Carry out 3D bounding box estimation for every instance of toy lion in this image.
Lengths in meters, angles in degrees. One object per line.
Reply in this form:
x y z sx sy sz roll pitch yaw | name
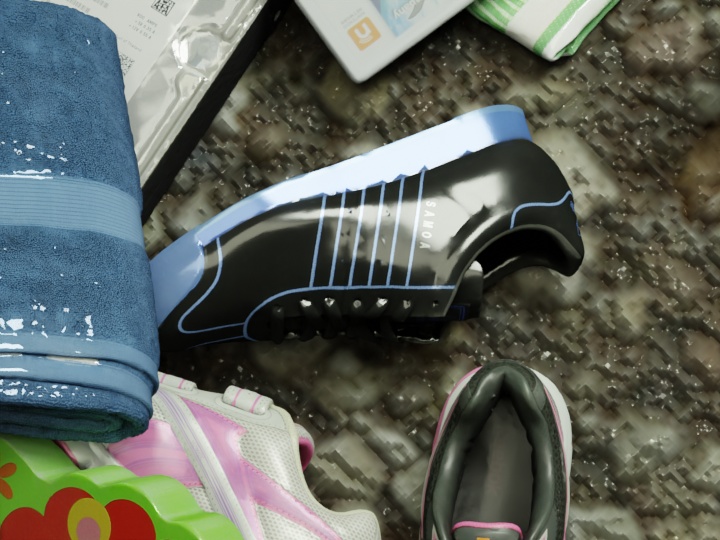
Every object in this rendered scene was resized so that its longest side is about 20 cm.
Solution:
-0.126 0.141 0.867 0.191 0.069 0.201 -39 72 26 | toy lion

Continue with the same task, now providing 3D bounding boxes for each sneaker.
0.000 0.000 0.930 0.199 0.070 0.078 -24 69 -9 | sneaker
0.048 0.130 0.889 0.080 0.086 0.201 -2 76 6 | sneaker
-0.068 0.086 0.920 0.088 0.081 0.200 -39 72 -21 | sneaker

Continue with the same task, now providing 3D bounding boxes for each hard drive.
-0.128 -0.102 0.991 0.139 0.038 0.201 32 79 11 | hard drive

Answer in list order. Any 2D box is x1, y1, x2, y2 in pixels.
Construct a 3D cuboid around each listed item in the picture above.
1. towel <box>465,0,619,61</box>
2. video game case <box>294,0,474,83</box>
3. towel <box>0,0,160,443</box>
0.062 -0.205 1.009 0.200 0.023 0.153 42 83 13 | towel
0.025 -0.212 0.949 0.200 0.023 0.183 -36 102 5 | video game case
-0.140 -0.027 0.887 0.111 0.049 0.201 5 55 -24 | towel
